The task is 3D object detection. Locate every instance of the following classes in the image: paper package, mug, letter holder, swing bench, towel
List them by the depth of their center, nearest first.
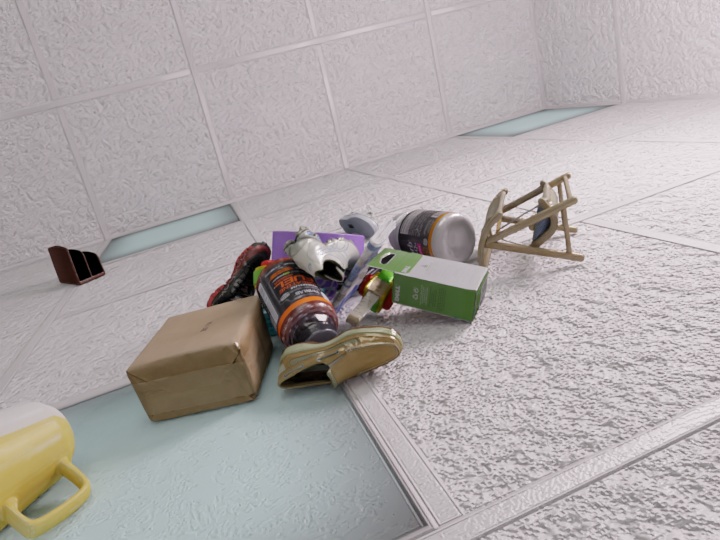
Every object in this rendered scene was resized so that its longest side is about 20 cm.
[{"bbox_3d":[-0.450,0.262,0.722,0.149,0.188,0.153,-42,-6,27],"label":"mug"},{"bbox_3d":[-0.254,0.140,0.930,0.187,0.105,0.201,-13,18,5],"label":"paper package"},{"bbox_3d":[0.000,0.000,1.077,0.024,0.202,0.147,33,27,3],"label":"towel"},{"bbox_3d":[0.333,-0.095,1.126,0.196,0.132,0.199,-8,19,20],"label":"swing bench"},{"bbox_3d":[-1.034,-0.036,2.034,0.197,0.145,0.100,2,24,43],"label":"letter holder"}]

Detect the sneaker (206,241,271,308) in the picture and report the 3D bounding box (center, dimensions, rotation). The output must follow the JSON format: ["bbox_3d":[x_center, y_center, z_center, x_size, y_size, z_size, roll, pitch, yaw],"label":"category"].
[{"bbox_3d":[-0.253,0.032,1.212,0.202,0.070,0.098,-53,34,3],"label":"sneaker"}]

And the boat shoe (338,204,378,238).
[{"bbox_3d":[0.015,-0.147,1.627,0.086,0.075,0.201,-39,18,-17],"label":"boat shoe"}]

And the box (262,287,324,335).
[{"bbox_3d":[-0.165,0.088,1.105,0.196,0.050,0.082,-11,17,10],"label":"box"}]

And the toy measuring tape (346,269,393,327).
[{"bbox_3d":[0.018,0.059,1.003,0.072,0.075,0.200,-5,25,28],"label":"toy measuring tape"}]

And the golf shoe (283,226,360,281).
[{"bbox_3d":[-0.053,-0.010,1.014,0.079,0.098,0.199,-48,-27,20],"label":"golf shoe"}]

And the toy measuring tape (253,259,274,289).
[{"bbox_3d":[-0.191,0.024,1.117,0.073,0.075,0.199,-25,0,-31],"label":"toy measuring tape"}]

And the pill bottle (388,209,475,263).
[{"bbox_3d":[0.150,-0.075,1.236,0.115,0.119,0.199,-23,18,-25],"label":"pill bottle"}]

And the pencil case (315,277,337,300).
[{"bbox_3d":[-0.137,0.029,1.221,0.198,0.085,0.086,2,45,46],"label":"pencil case"}]

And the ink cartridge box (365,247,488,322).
[{"bbox_3d":[0.115,0.020,0.977,0.196,0.061,0.104,13,26,20],"label":"ink cartridge box"}]

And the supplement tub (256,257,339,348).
[{"bbox_3d":[-0.103,0.070,0.961,0.105,0.109,0.200,-20,40,-18],"label":"supplement tub"}]

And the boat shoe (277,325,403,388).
[{"bbox_3d":[-0.031,0.141,0.829,0.196,0.072,0.077,-17,30,17],"label":"boat shoe"}]

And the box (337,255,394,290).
[{"bbox_3d":[-0.019,0.001,1.276,0.197,0.037,0.142,0,23,37],"label":"box"}]

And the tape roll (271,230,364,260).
[{"bbox_3d":[-0.090,-0.046,1.193,0.195,0.067,0.200,2,1,0],"label":"tape roll"}]
